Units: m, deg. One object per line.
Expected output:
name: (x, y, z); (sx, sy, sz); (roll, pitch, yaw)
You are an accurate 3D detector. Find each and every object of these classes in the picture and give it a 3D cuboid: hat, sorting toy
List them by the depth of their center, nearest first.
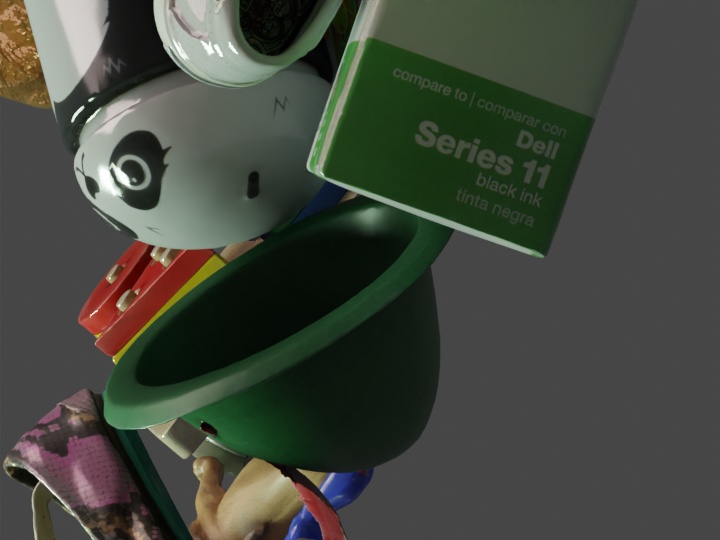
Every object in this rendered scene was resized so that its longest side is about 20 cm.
hat: (0.007, 0.077, 0.842); (0.165, 0.176, 0.200); (-26, 15, 12)
sorting toy: (-0.073, -0.011, 1.092); (0.199, 0.070, 0.200); (-51, 13, -6)

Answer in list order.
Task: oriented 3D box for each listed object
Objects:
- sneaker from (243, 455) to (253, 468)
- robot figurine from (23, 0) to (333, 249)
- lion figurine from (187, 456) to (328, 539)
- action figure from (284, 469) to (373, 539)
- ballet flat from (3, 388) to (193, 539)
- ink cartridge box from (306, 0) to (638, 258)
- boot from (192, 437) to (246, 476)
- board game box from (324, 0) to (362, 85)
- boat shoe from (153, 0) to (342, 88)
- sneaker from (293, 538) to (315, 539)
sneaker: (-0.057, 0.148, 1.194); (0.200, 0.073, 0.112); (-72, 1, -51)
robot figurine: (-0.083, -0.107, 0.889); (0.150, 0.125, 0.201); (19, -129, -64)
lion figurine: (-0.041, 0.117, 1.090); (0.200, 0.072, 0.123); (-59, 18, 26)
action figure: (-0.055, 0.140, 1.004); (0.065, 0.099, 0.201); (6, -80, -84)
ballet flat: (-0.085, 0.133, 0.827); (0.071, 0.200, 0.069); (-37, -33, -5)
ink cartridge box: (0.052, -0.114, 0.694); (0.147, 0.083, 0.201); (-111, 40, -86)
boot: (-0.026, 0.041, 1.337); (0.200, 0.072, 0.182); (-64, -16, 3)
board game box: (0.013, -0.139, 0.884); (0.200, 0.047, 0.151); (62, 151, 28)
boat shoe: (-0.008, -0.154, 0.664); (0.200, 0.072, 0.068); (-62, 25, -7)
sneaker: (-0.063, 0.204, 0.874); (0.076, 0.077, 0.201); (-75, 7, -79)
